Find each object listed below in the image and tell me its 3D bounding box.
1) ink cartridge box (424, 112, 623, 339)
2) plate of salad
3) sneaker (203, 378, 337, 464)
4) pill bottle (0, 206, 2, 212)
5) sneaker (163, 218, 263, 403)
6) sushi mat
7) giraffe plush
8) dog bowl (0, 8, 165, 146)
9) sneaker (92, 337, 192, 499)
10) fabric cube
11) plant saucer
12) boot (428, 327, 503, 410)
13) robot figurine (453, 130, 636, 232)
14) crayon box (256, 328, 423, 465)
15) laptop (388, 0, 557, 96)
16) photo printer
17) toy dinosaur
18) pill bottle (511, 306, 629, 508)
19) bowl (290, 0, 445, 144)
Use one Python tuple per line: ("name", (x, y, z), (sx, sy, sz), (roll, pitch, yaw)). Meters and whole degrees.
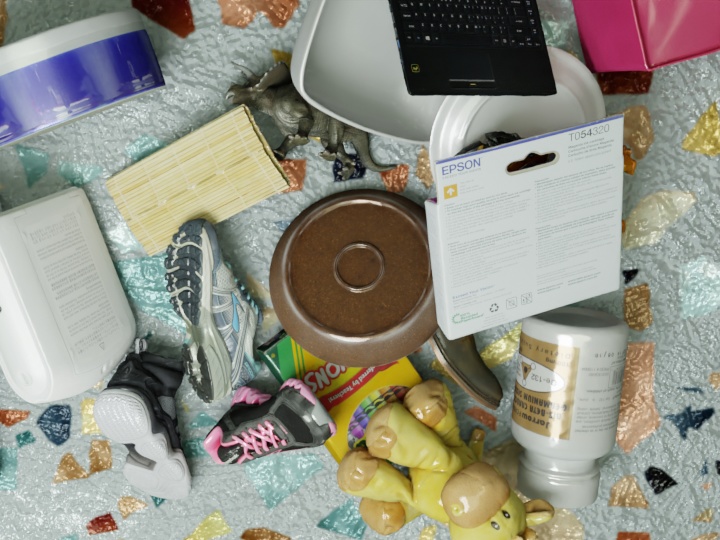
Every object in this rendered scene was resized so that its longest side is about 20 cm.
("ink cartridge box", (0.162, -0.046, 0.935), (0.196, 0.043, 0.201), (-15, 120, -12))
("plate of salad", (0.164, -0.141, 1.008), (0.199, 0.048, 0.201), (-8, 120, -14))
("sneaker", (-0.101, 0.170, 0.990), (0.095, 0.200, 0.079), (-39, 101, -33))
("pill bottle", (-0.483, -0.044, 0.988), (0.199, 0.111, 0.112), (-13, 101, 2))
("sneaker", (-0.153, 0.037, 1.029), (0.086, 0.078, 0.201), (-19, 113, -38))
("sushi mat", (-0.174, -0.091, 0.998), (0.200, 0.012, 0.096), (-23, 103, 27))
("giraffe plush", (0.099, 0.235, 0.989), (0.173, 0.162, 0.200), (-53, 129, -3))
("dog bowl", (-0.294, -0.181, 0.921), (0.199, 0.200, 0.079), (-20, 103, 3))
("sneaker", (-0.221, 0.163, 1.051), (0.075, 0.114, 0.200), (0, 137, 15))
("fabric cube", (0.316, -0.307, 0.910), (0.199, 0.199, 0.197), (-14, 100, 1))
("plant saucer", (0.000, 0.000, 0.997), (0.200, 0.035, 0.201), (-2, 70, 5))
("boot", (0.114, 0.054, 1.037), (0.097, 0.075, 0.200), (-39, 97, 9))
("robot figurine", (0.179, -0.076, 0.984), (0.199, 0.058, 0.145), (-9, 121, -14))
("crayon box", (-0.004, 0.129, 1.043), (0.127, 0.051, 0.200), (-38, 100, -14))
("laptop", (0.121, -0.272, 0.878), (0.177, 0.103, 0.201), (-6, 80, -29))
("photo printer", (-0.315, 0.027, 0.980), (0.069, 0.166, 0.201), (-14, 102, 23))
("toy dinosaur", (-0.041, -0.158, 0.991), (0.199, 0.077, 0.103), (13, 67, -17))
("pill bottle", (0.223, 0.147, 1.036), (0.114, 0.114, 0.201), (4, 101, -2))
("bowl", (0.028, -0.240, 0.952), (0.199, 0.075, 0.201), (15, 102, -35))
